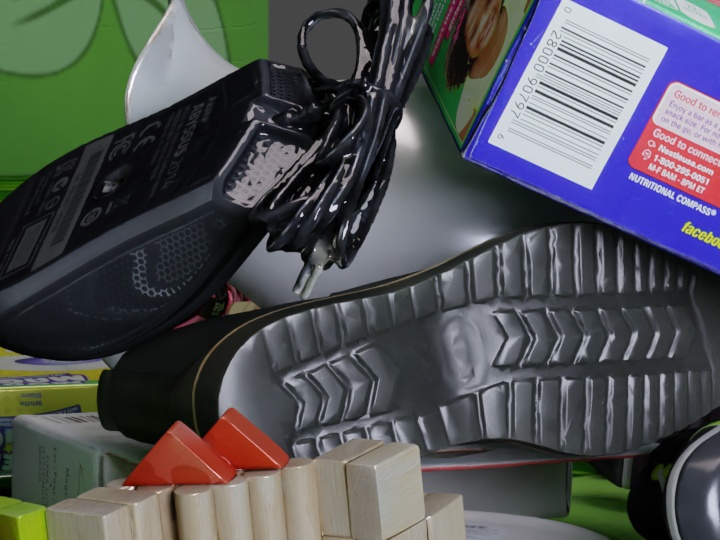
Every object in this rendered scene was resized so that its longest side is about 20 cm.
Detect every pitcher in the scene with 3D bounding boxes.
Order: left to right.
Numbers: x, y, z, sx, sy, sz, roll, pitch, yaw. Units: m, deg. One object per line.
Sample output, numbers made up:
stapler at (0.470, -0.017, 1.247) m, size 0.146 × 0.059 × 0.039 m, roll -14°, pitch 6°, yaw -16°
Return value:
pitcher at (0.000, 0.000, 0.992) m, size 0.199 × 0.172 × 0.122 m, roll 18°, pitch 40°, yaw 0°

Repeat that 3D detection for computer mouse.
computer mouse at (-0.055, -0.015, 0.875) m, size 0.199 × 0.053 × 0.139 m, roll -22°, pitch 32°, yaw 34°

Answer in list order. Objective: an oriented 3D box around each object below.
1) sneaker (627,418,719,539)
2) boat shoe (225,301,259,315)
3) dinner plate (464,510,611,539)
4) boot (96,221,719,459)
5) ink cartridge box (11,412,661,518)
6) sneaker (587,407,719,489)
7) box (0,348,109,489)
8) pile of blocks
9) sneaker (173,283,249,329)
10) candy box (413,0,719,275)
sneaker at (0.125, 0.085, 0.872) m, size 0.082 × 0.072 × 0.200 m, roll -11°, pitch -6°, yaw 25°
boat shoe at (-0.021, 0.048, 1.144) m, size 0.064 × 0.072 × 0.200 m, roll 1°, pitch 4°, yaw 6°
dinner plate at (0.019, 0.100, 0.854) m, size 0.199 × 0.024 × 0.200 m, roll 2°, pitch 5°, yaw 0°
boot at (0.017, 0.025, 0.893) m, size 0.199 × 0.078 × 0.138 m, roll -4°, pitch 1°, yaw -25°
ink cartridge box at (-0.007, 0.078, 0.968) m, size 0.199 × 0.044 × 0.173 m, roll -2°, pitch 6°, yaw -27°
sneaker at (0.181, 0.065, 1.049) m, size 0.199 × 0.076 × 0.115 m, roll 18°, pitch 10°, yaw 37°
box at (-0.127, 0.061, 1.123) m, size 0.117 × 0.049 × 0.200 m, roll -1°, pitch 7°, yaw -14°
pile of blocks at (-0.067, 0.074, 0.760) m, size 0.199 × 0.063 × 0.082 m, roll -10°, pitch 13°, yaw -20°
sneaker at (-0.085, 0.023, 1.304) m, size 0.199 × 0.080 × 0.095 m, roll -15°, pitch -1°, yaw -43°
candy box at (0.104, -0.068, 0.902) m, size 0.168 × 0.077 × 0.200 m, roll 24°, pitch 15°, yaw -16°
